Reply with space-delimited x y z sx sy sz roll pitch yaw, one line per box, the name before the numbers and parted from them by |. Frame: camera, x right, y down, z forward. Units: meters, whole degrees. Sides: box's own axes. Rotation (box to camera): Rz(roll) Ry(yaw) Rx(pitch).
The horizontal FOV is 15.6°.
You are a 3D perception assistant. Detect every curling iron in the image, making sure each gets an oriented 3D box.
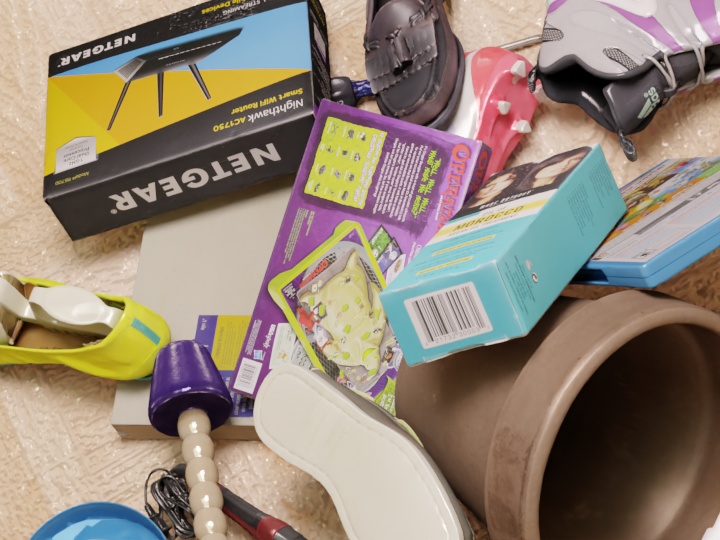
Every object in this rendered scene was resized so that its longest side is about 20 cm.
curling iron | -0.056 0.181 1.676 0.199 0.026 0.050 25 93 21

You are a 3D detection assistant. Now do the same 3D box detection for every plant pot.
plant pot | 0.114 0.092 1.592 0.174 0.200 0.201 23 70 44

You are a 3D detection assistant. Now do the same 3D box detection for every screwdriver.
screwdriver | 0.034 -0.131 1.819 0.198 0.028 0.029 -11 89 4

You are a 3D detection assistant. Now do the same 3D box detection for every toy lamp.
toy lamp | -0.100 0.135 1.657 0.058 0.058 0.201 -16 54 8

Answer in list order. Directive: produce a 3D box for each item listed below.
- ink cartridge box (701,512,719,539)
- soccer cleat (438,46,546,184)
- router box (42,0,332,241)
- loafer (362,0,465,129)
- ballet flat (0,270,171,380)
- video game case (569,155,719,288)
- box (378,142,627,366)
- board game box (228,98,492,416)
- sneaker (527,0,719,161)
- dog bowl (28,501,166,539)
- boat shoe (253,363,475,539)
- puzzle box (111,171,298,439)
ink cartridge box | 0.233 0.232 1.535 0.115 0.068 0.201 22 71 25
soccer cleat | 0.054 -0.062 1.757 0.076 0.067 0.201 11 67 47
router box | -0.118 -0.114 1.807 0.199 0.051 0.150 -18 45 12
loafer | 0.026 -0.172 1.788 0.072 0.063 0.201 -26 39 22
ballet flat | -0.216 0.030 1.758 0.199 0.067 0.067 8 66 31
video game case | 0.186 -0.032 1.623 0.143 0.200 0.018 -32 102 -18
box | 0.089 -0.012 1.574 0.082 0.049 0.200 -16 15 28
board game box | 0.000 0.000 1.690 0.119 0.032 0.201 17 86 27
sneaker | 0.206 -0.129 1.723 0.198 0.078 0.141 6 55 23
dog bowl | -0.193 0.243 1.666 0.111 0.050 0.200 32 75 28
boat shoe | 0.012 0.124 1.582 0.202 0.060 0.072 41 106 43
puzzle box | -0.090 0.019 1.770 0.132 0.025 0.201 0 63 16
